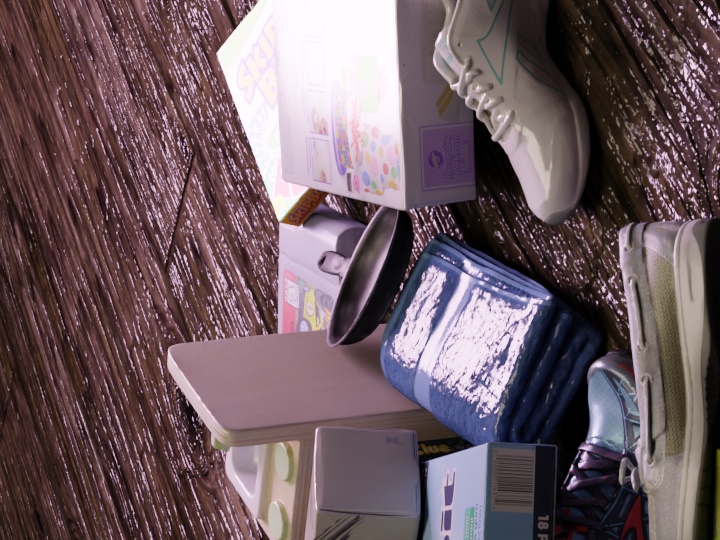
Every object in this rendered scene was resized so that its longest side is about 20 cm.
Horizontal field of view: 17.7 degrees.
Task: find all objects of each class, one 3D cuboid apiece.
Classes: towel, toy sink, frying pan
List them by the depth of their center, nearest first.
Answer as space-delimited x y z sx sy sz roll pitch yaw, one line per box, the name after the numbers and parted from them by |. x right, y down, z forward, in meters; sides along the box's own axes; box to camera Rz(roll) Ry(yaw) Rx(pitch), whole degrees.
0.075 0.049 1.513 0.112 0.048 0.200 -64 28 3 | towel
-0.028 0.121 1.624 0.130 0.200 0.112 -134 44 -55 | toy sink
-0.005 0.015 1.656 0.190 0.031 0.115 136 155 -64 | frying pan

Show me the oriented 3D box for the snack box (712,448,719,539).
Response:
0.237 0.204 1.202 0.142 0.053 0.200 -151 59 -64 | snack box

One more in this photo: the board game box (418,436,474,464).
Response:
0.038 0.195 1.603 0.023 0.105 0.200 -121 35 -43 | board game box

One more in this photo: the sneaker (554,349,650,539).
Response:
0.147 0.147 1.347 0.079 0.095 0.200 167 97 -66 | sneaker

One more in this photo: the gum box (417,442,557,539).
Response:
0.070 0.193 1.373 0.200 0.044 0.170 140 133 -78 | gum box

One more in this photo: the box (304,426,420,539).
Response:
-0.004 0.199 1.517 0.082 0.068 0.200 -91 6 -51 | box

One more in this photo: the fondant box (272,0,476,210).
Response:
0.006 -0.125 1.585 0.200 0.058 0.145 -162 67 -64 | fondant box

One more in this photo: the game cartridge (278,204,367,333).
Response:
-0.026 0.054 1.816 0.133 0.041 0.200 24 116 60 | game cartridge

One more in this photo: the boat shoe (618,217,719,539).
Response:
0.174 0.072 1.274 0.065 0.074 0.202 -1 90 32 | boat shoe

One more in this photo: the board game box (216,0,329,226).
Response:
-0.058 -0.141 1.827 0.096 0.030 0.200 -47 46 33 | board game box

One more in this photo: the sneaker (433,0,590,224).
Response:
0.088 -0.120 1.457 0.070 0.080 0.201 134 126 -58 | sneaker

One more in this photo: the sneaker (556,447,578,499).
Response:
0.123 0.205 1.440 0.086 0.080 0.200 163 100 -65 | sneaker
